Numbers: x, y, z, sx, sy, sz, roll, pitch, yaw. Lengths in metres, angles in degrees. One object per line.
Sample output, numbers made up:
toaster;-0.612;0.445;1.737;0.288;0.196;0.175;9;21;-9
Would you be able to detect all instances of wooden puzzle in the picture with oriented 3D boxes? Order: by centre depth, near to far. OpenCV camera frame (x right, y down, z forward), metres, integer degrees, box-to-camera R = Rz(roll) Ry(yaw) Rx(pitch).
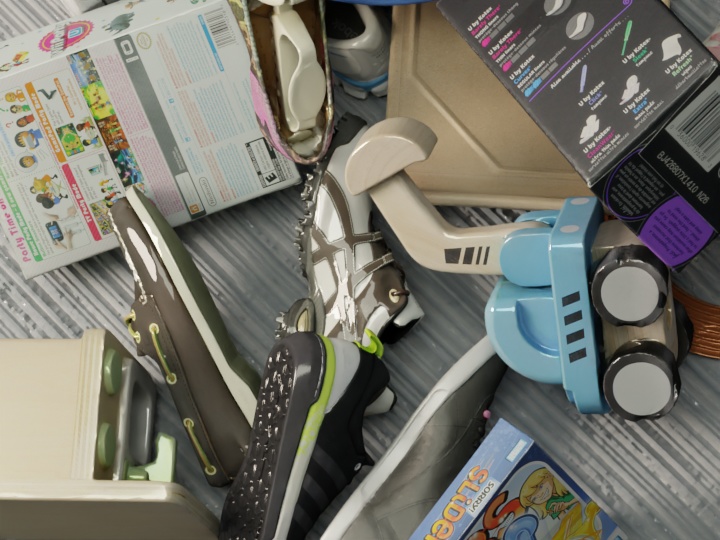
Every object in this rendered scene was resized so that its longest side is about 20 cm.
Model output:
wooden puzzle;0.110;-0.122;1.768;0.183;0.037;0.201;3;62;1

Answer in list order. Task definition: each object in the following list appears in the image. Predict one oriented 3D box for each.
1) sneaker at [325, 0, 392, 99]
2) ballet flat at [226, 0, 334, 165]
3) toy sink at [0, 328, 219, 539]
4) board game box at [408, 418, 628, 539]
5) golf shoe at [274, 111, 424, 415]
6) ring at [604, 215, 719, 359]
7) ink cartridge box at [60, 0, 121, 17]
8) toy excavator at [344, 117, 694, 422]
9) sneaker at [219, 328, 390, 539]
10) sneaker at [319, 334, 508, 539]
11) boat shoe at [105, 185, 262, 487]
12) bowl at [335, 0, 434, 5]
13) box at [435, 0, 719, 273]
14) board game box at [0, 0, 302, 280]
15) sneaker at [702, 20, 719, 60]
sneaker;-0.050;-0.199;1.814;0.199;0.087;0.075;34;84;19
ballet flat;-0.046;-0.158;1.683;0.069;0.201;0.071;-18;27;-15
toy sink;-0.194;0.106;1.729;0.198;0.130;0.113;0;74;11
board game box;0.066;0.206;1.650;0.034;0.135;0.200;31;81;44
golf shoe;0.000;0.000;1.759;0.094;0.078;0.202;9;85;7
ring;0.248;-0.040;1.748;0.199;0.019;0.202;-3;74;10
ink cartridge box;-0.191;-0.243;1.793;0.084;0.200;0.146;-35;71;-4
toy excavator;0.098;-0.002;1.679;0.198;0.100;0.196;-4;112;14
sneaker;-0.029;0.132;1.701;0.082;0.072;0.201;7;113;-26
sneaker;0.062;0.135;1.711;0.099;0.071;0.201;36;79;6
boat shoe;-0.118;0.044;1.745;0.060;0.072;0.202;-29;89;7
bowl;0.018;-0.236;1.781;0.199;0.040;0.201;-1;35;0
box;0.155;-0.115;1.627;0.106;0.122;0.200;-43;47;7
board game box;-0.156;-0.097;1.770;0.199;0.148;0.064;-19;30;4
sneaker;0.239;-0.142;1.726;0.104;0.076;0.202;4;62;-5
